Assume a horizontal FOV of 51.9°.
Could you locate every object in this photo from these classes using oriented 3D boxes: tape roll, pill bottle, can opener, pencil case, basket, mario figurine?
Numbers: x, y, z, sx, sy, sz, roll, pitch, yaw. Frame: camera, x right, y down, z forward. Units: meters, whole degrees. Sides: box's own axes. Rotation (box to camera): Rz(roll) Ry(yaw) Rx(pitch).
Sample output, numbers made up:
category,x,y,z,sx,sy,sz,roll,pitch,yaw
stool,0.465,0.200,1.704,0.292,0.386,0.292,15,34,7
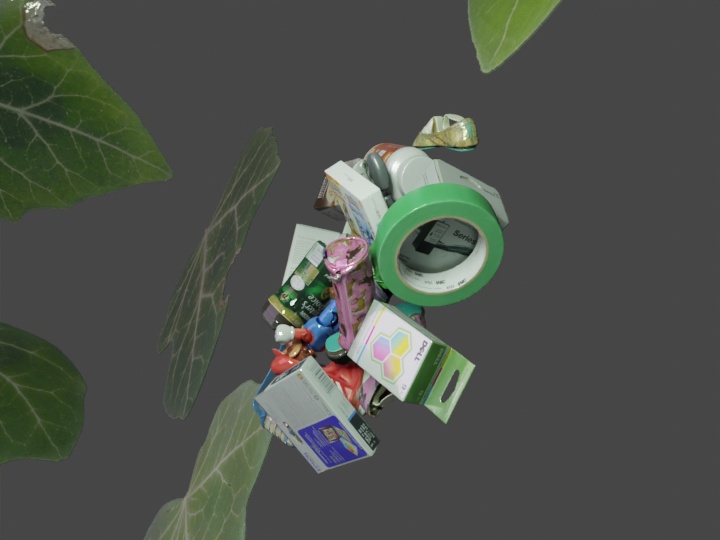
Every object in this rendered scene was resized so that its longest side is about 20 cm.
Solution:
category,x,y,z,sx,sy,sz,roll,pitch,yaw
tape roll,0.121,-0.036,1.135,0.202,0.197,0.049,-53,27,30
pill bottle,0.081,-0.191,1.471,0.115,0.110,0.200,-66,23,3
can opener,0.046,-0.121,1.402,0.052,0.204,0.066,-33,15,-26
pencil case,-0.012,0.044,1.236,0.083,0.085,0.204,47,154,47
basket,-0.136,0.258,1.506,0.199,0.137,0.180,38,105,40
mario figurine,-0.103,0.116,1.419,0.200,0.124,0.106,-46,22,-7

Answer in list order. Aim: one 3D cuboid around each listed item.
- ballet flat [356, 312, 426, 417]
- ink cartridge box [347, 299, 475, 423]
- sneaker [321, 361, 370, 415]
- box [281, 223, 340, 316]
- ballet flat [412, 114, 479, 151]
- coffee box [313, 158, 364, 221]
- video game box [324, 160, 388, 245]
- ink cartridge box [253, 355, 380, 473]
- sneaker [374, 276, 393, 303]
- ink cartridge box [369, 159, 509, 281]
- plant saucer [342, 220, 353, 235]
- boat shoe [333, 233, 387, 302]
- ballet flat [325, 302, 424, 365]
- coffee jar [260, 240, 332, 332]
category,x,y,z,sx,sy,sz,roll,pitch,yaw
ballet flat,0.064,0.170,1.262,0.202,0.068,0.072,-57,43,20
ink cartridge box,0.076,0.141,1.167,0.199,0.059,0.106,35,101,42
sneaker,-0.035,0.170,1.394,0.079,0.112,0.203,112,163,-44
box,-0.117,0.027,1.665,0.153,0.103,0.205,101,180,-66
ballet flat,0.160,-0.263,1.411,0.199,0.069,0.072,20,87,64
coffee box,-0.030,-0.188,1.757,0.199,0.078,0.117,2,71,66
video game box,0.016,-0.090,1.354,0.046,0.185,0.200,-28,29,-9
ink cartridge box,-0.082,0.268,1.342,0.043,0.199,0.199,-44,6,-40
sneaker,0.007,0.055,1.466,0.200,0.077,0.087,-49,30,37
ink cartridge box,0.127,-0.059,1.212,0.201,0.144,0.084,-54,28,31
plant saucer,0.007,-0.061,1.586,0.199,0.049,0.206,-164,89,-71
boat shoe,-0.001,0.000,1.399,0.064,0.074,0.204,-34,41,14
ballet flat,0.030,0.118,1.338,0.195,0.069,0.069,-21,44,9
coffee jar,-0.111,0.045,1.506,0.085,0.104,0.201,40,89,31
